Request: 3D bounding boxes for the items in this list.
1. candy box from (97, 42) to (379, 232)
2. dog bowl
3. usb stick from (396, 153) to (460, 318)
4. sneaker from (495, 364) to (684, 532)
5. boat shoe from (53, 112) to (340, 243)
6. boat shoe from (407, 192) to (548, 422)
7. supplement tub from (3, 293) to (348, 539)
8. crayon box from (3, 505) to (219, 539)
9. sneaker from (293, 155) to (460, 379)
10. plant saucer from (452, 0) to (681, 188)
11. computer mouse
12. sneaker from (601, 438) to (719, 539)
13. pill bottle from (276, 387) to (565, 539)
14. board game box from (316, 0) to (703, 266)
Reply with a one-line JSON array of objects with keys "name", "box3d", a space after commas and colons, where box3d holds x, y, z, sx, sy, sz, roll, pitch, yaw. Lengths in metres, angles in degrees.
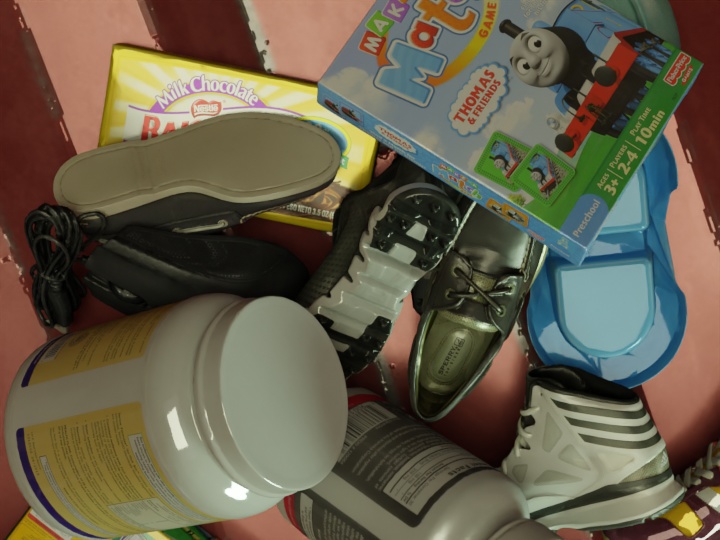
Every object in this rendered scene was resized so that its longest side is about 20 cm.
[{"name": "candy box", "box3d": [-0.087, -0.093, 1.079, 0.198, 0.026, 0.103, 11, 100, 2]}, {"name": "dog bowl", "box3d": [0.167, -0.018, 1.063, 0.110, 0.050, 0.202, -5, 98, 5]}, {"name": "usb stick", "box3d": [0.054, -0.064, 1.071, 0.055, 0.033, 0.202, -5, 99, 4]}, {"name": "sneaker", "box3d": [0.120, 0.127, 1.064, 0.199, 0.076, 0.116, -18, 93, 31]}, {"name": "boat shoe", "box3d": [-0.110, -0.059, 1.056, 0.198, 0.063, 0.073, -8, 57, 2]}, {"name": "boat shoe", "box3d": [0.079, 0.019, 1.021, 0.071, 0.066, 0.202, 19, 124, 0]}, {"name": "supplement tub", "box3d": [-0.122, 0.096, 1.002, 0.199, 0.145, 0.147, -15, 100, 37]}, {"name": "crayon box", "box3d": [-0.167, 0.235, 1.123, 0.199, 0.058, 0.119, 38, 100, -3]}, {"name": "sneaker", "box3d": [0.000, 0.000, 1.042, 0.066, 0.091, 0.200, 25, 122, -20]}, {"name": "plant saucer", "box3d": [0.115, -0.141, 1.017, 0.198, 0.027, 0.202, -1, 87, 8]}, {"name": "computer mouse", "box3d": [-0.134, 0.016, 1.059, 0.198, 0.139, 0.053, 4, 57, -8]}, {"name": "sneaker", "box3d": [0.261, 0.141, 1.068, 0.198, 0.075, 0.091, -16, 110, -2]}, {"name": "pill bottle", "box3d": [0.043, 0.168, 1.013, 0.199, 0.110, 0.112, 29, 104, 40]}, {"name": "board game box", "box3d": [0.095, -0.120, 0.968, 0.199, 0.037, 0.152, 32, 75, 9]}]
